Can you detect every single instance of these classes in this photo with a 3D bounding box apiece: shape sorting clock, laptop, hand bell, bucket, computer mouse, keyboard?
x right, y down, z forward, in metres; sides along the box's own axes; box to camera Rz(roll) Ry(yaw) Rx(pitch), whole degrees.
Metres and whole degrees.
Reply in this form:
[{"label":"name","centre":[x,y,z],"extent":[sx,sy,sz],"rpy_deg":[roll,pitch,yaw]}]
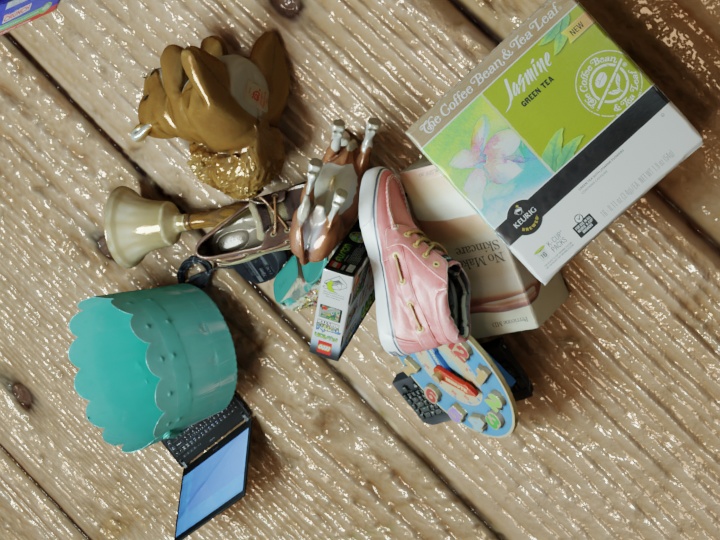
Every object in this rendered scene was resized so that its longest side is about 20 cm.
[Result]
[{"label":"shape sorting clock","centre":[0.095,0.108,1.514],"extent":[0.200,0.039,0.200],"rpy_deg":[38,151,25]},{"label":"laptop","centre":[-0.235,0.230,1.835],"extent":[0.200,0.103,0.177],"rpy_deg":[51,129,0]},{"label":"hand bell","centre":[-0.203,-0.062,1.693],"extent":[0.200,0.104,0.104],"rpy_deg":[-4,111,20]},{"label":"bucket","centre":[-0.260,0.116,1.732],"extent":[0.207,0.135,0.207],"rpy_deg":[18,115,45]},{"label":"computer mouse","centre":[-0.160,-0.009,1.715],"extent":[0.200,0.034,0.059],"rpy_deg":[-12,118,42]},{"label":"keyboard","centre":[0.102,0.114,1.582],"extent":[0.200,0.021,0.127],"rpy_deg":[-26,101,50]}]

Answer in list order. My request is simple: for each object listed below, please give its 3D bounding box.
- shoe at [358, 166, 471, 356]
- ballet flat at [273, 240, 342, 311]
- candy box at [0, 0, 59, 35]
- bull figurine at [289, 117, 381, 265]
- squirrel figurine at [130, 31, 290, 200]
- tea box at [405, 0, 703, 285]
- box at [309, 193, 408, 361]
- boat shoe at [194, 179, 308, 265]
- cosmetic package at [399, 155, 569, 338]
[{"label":"shoe","centre":[0.060,-0.015,1.422],"extent":[0.091,0.071,0.200],"rpy_deg":[-11,82,29]},{"label":"ballet flat","centre":[-0.044,-0.003,1.585],"extent":[0.200,0.064,0.076],"rpy_deg":[146,123,-65]},{"label":"candy box","centre":[-0.475,-0.373,1.637],"extent":[0.200,0.169,0.077],"rpy_deg":[44,133,6]},{"label":"bull figurine","centre":[-0.026,-0.096,1.478],"extent":[0.065,0.200,0.121],"rpy_deg":[16,139,2]},{"label":"squirrel figurine","centre":[-0.177,-0.165,1.578],"extent":[0.187,0.141,0.200],"rpy_deg":[-10,106,42]},{"label":"tea box","centre":[0.183,-0.125,1.313],"extent":[0.200,0.134,0.197],"rpy_deg":[-43,86,7]},{"label":"box","centre":[0.000,0.000,1.500],"extent":[0.035,0.200,0.110],"rpy_deg":[18,122,10]},{"label":"boat shoe","centre":[-0.103,-0.055,1.595],"extent":[0.200,0.072,0.072],"rpy_deg":[-19,87,21]},{"label":"cosmetic package","centre":[0.133,-0.037,1.469],"extent":[0.103,0.087,0.200],"rpy_deg":[-14,105,37]}]
